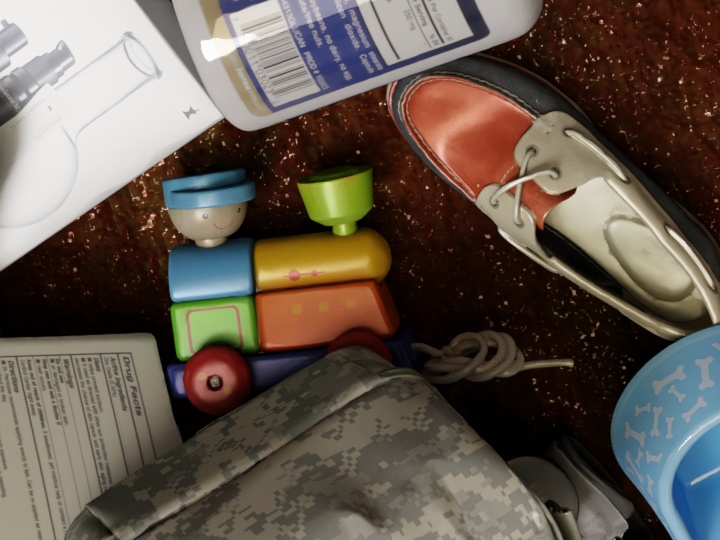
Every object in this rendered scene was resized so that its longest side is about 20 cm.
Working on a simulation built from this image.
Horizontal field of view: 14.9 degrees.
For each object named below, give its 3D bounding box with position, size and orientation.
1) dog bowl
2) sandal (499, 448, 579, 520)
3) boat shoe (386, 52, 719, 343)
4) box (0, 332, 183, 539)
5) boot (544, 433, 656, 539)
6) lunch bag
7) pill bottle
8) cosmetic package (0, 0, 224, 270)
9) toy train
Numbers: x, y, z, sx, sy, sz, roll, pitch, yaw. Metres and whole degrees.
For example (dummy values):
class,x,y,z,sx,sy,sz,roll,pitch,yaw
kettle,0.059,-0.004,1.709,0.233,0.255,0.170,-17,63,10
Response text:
class,x,y,z,sx,sy,sz,roll,pitch,yaw
dog bowl,0.200,0.114,1.364,0.111,0.050,0.200,-27,129,4
sandal,0.027,0.168,1.368,0.200,0.045,0.075,-44,111,11
boat shoe,0.097,-0.035,1.338,0.200,0.063,0.071,37,112,-9
box,-0.193,0.110,1.325,0.199,0.129,0.109,0,153,-32
boot,0.061,0.123,1.412,0.132,0.070,0.200,-40,116,15
lunch bag,-0.017,0.144,1.237,0.199,0.168,0.140,-30,110,-17
pill bottle,0.018,-0.147,1.271,0.199,0.111,0.112,-18,110,11
cosmetic package,-0.180,-0.118,1.330,0.150,0.052,0.200,-34,106,15
toy train,0.000,0.000,1.356,0.199,0.085,0.117,-6,99,7
